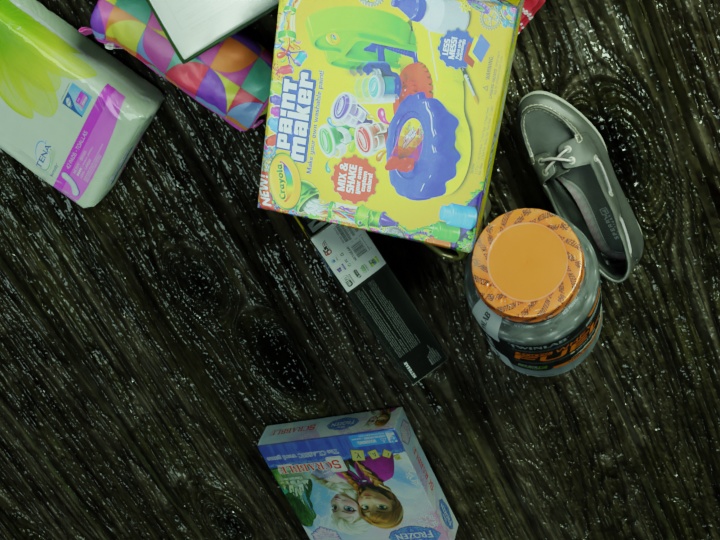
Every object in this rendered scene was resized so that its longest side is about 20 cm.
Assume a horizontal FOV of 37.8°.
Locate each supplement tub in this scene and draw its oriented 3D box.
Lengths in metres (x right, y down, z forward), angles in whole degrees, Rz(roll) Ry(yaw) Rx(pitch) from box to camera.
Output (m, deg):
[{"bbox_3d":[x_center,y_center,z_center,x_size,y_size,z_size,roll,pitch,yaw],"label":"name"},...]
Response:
[{"bbox_3d":[0.162,0.021,0.975,0.121,0.125,0.200,5,165,16],"label":"supplement tub"}]

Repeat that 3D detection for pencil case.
[{"bbox_3d":[-0.164,-0.212,1.012,0.198,0.089,0.089,31,129,-3],"label":"pencil case"}]

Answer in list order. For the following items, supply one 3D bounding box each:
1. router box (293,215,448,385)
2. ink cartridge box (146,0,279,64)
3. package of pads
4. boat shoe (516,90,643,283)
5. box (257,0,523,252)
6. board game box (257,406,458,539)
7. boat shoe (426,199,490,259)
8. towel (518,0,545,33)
[{"bbox_3d":[0.000,0.000,1.047,0.051,0.149,0.201,-34,119,-1],"label":"router box"},{"bbox_3d":[-0.163,-0.298,0.925,0.103,0.059,0.202,-31,103,-5],"label":"ink cartridge box"},{"bbox_3d":[-0.325,-0.178,1.106,0.199,0.068,0.155,37,127,-7],"label":"package of pads"},{"bbox_3d":[0.208,-0.076,0.987,0.066,0.057,0.201,-23,114,32],"label":"boat shoe"},{"bbox_3d":[0.027,-0.146,0.898,0.189,0.122,0.203,11,112,8],"label":"box"},{"bbox_3d":[-0.002,0.271,1.324,0.197,0.041,0.201,-12,119,27],"label":"board game box"},{"bbox_3d":[0.031,-0.083,1.022,0.198,0.069,0.072,28,153,1],"label":"boat shoe"},{"bbox_3d":[0.058,-0.222,0.962,0.144,0.023,0.200,37,128,-6],"label":"towel"}]
